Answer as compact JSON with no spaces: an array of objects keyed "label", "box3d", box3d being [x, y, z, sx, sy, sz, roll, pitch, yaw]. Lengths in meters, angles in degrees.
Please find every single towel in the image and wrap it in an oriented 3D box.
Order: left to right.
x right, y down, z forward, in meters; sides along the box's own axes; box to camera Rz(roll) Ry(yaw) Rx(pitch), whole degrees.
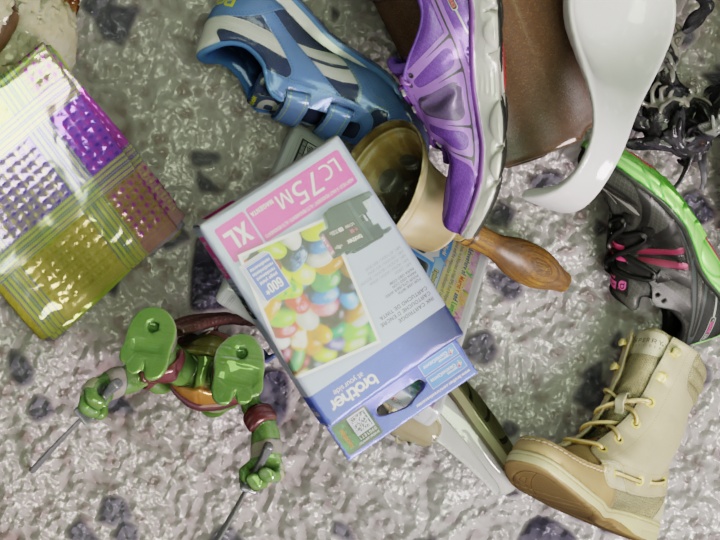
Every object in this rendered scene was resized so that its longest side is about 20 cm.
[{"label":"towel","box3d":[-0.228,-0.054,1.660,0.144,0.023,0.200,-41,125,-8]}]

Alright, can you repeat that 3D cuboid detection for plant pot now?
[{"label":"plant pot","box3d":[0.105,-0.189,1.699,0.200,0.200,0.199,-23,101,-11]}]

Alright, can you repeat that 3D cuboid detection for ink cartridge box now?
[{"label":"ink cartridge box","box3d":[-0.013,0.021,1.591,0.119,0.042,0.200,-33,97,-9]}]

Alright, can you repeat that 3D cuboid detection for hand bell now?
[{"label":"hand bell","box3d":[0.085,-0.026,1.707,0.200,0.104,0.104,26,83,-33]}]

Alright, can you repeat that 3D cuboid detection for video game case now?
[{"label":"video game case","box3d":[0.000,0.000,1.687,0.182,0.024,0.200,31,41,-10]}]

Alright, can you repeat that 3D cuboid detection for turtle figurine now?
[{"label":"turtle figurine","box3d":[-0.126,0.111,1.625,0.200,0.194,0.144,-38,77,-13]}]

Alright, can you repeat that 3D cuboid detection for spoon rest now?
[{"label":"spoon rest","box3d":[0.172,-0.138,1.608,0.099,0.061,0.200,17,87,-33]}]

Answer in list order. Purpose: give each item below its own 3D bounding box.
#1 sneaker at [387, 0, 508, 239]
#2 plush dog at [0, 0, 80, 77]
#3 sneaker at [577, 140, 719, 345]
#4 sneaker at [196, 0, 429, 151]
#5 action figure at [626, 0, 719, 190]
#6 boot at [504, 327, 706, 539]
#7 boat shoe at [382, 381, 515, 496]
[{"label":"sneaker","box3d":[0.062,-0.122,1.600,0.083,0.081,0.200,-2,103,7]},{"label":"plush dog","box3d":[-0.278,-0.182,1.647,0.172,0.160,0.200,32,84,-36]},{"label":"sneaker","box3d":[0.222,-0.016,1.755,0.084,0.077,0.200,-36,111,-1]},{"label":"sneaker","box3d":[-0.038,-0.134,1.712,0.200,0.074,0.082,38,62,0]},{"label":"action figure","box3d":[0.251,-0.162,1.767,0.119,0.102,0.200,-12,89,-23]},{"label":"boot","box3d":[0.191,0.113,1.722,0.200,0.073,0.156,30,79,-49]},{"label":"boat shoe","box3d":[0.046,0.099,1.736,0.068,0.075,0.200,-40,91,7]}]
